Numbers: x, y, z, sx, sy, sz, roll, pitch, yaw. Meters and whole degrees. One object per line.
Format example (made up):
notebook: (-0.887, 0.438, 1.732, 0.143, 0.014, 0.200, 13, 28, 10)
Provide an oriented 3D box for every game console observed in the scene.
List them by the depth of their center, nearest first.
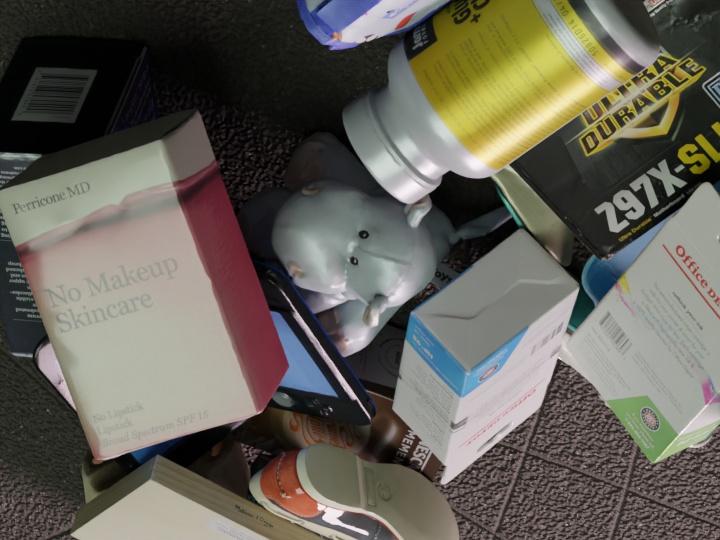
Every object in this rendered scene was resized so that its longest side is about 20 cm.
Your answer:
game console: (-0.112, 0.085, 1.671, 0.171, 0.118, 0.200, 10, 149, 33)

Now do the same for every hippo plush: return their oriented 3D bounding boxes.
hippo plush: (0.000, 0.000, 1.651, 0.200, 0.161, 0.159, 21, 101, -2)

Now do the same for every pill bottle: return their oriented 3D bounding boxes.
pill bottle: (0.089, -0.132, 1.491, 0.200, 0.112, 0.112, -35, 116, 19)

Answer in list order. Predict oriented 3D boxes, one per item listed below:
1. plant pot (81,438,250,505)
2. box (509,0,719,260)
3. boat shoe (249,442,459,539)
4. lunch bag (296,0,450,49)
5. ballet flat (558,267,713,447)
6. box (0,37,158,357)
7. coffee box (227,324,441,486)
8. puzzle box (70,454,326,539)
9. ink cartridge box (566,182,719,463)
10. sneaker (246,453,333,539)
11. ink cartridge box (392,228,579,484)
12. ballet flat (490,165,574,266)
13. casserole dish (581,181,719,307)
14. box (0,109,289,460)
plant pot: (-0.152, 0.228, 1.912, 0.200, 0.200, 0.184, -2, 119, 15)
box: (0.197, -0.121, 1.577, 0.200, 0.049, 0.160, -36, 118, 19)
boat shoe: (0.000, 0.188, 1.776, 0.063, 0.071, 0.200, -26, 143, 33)
lunch bag: (0.044, -0.242, 1.437, 0.124, 0.200, 0.170, 40, 126, -20)
ballet flat: (0.194, 0.070, 1.770, 0.200, 0.069, 0.069, 40, 127, -15)
box: (-0.213, -0.052, 1.699, 0.104, 0.148, 0.200, 3, 132, 10)
coffee box: (-0.021, 0.097, 1.825, 0.200, 0.080, 0.114, 20, 133, -4)
puzzle box: (-0.112, 0.219, 1.776, 0.200, 0.025, 0.133, 30, 140, -22)
ink cartridge box: (0.248, 0.031, 1.624, 0.117, 0.067, 0.200, 55, 136, 20)
sneaker: (-0.049, 0.207, 1.879, 0.075, 0.079, 0.200, 15, 172, 27)
ink cartridge box: (0.089, 0.069, 1.700, 0.067, 0.116, 0.200, 45, 156, 19)
ballet flat: (0.114, -0.085, 1.651, 0.069, 0.070, 0.200, -26, 120, 31)
casserole dish: (0.256, -0.018, 1.689, 0.121, 0.039, 0.200, 36, 128, -17)
box: (-0.146, 0.009, 1.535, 0.128, 0.109, 0.200, -17, 102, 13)
